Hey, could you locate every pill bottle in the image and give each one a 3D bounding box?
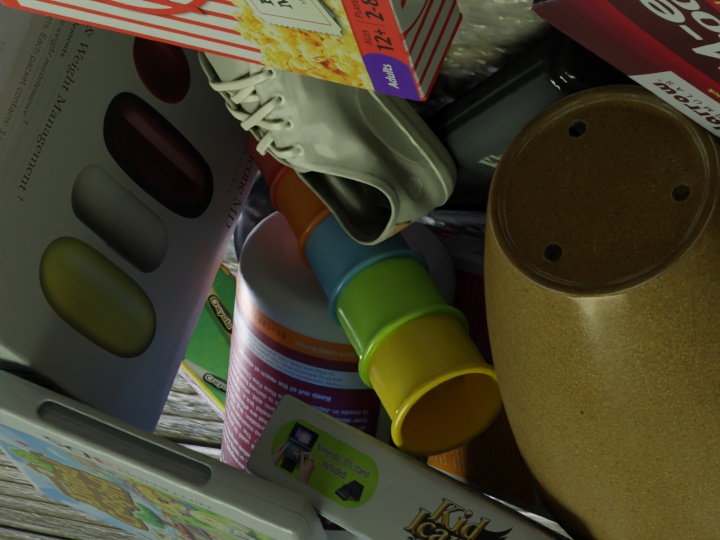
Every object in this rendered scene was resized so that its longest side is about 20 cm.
[{"bbox_3d":[-0.016,0.073,1.215,0.113,0.113,0.200,17,125,13],"label":"pill bottle"}]

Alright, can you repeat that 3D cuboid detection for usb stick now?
[{"bbox_3d":[0.071,-0.067,1.037,0.055,0.033,0.200,26,162,-13],"label":"usb stick"}]

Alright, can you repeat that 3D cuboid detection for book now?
[{"bbox_3d":[0.077,0.053,1.192,0.048,0.134,0.200,-18,-162,-24],"label":"book"}]

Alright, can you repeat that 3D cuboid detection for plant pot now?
[{"bbox_3d":[0.125,0.012,0.955,0.186,0.187,0.200,12,160,28],"label":"plant pot"}]

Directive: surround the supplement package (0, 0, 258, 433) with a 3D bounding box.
[{"bbox_3d":[-0.175,-0.045,1.126,0.147,0.192,0.200,10,161,32],"label":"supplement package"}]

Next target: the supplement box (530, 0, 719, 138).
[{"bbox_3d":[0.163,-0.100,0.770,0.109,0.061,0.200,30,162,-28],"label":"supplement box"}]

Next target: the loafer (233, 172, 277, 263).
[{"bbox_3d":[-0.014,0.011,1.285,0.070,0.068,0.201,33,163,34],"label":"loafer"}]

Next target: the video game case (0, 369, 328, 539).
[{"bbox_3d":[-0.099,0.111,1.130,0.182,0.022,0.200,22,164,12],"label":"video game case"}]

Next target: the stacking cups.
[{"bbox_3d":[0.000,0.000,1.107,0.061,0.060,0.200,42,-168,-51],"label":"stacking cups"}]

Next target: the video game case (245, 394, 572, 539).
[{"bbox_3d":[0.069,0.138,1.110,0.181,0.046,0.200,27,177,37],"label":"video game case"}]

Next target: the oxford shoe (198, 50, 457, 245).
[{"bbox_3d":[-0.034,-0.084,1.032,0.200,0.058,0.075,46,159,-26],"label":"oxford shoe"}]

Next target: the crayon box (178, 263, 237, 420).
[{"bbox_3d":[-0.087,0.037,1.349,0.200,0.058,0.119,48,173,-10],"label":"crayon box"}]

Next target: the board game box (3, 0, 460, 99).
[{"bbox_3d":[-0.071,-0.145,0.895,0.200,0.046,0.152,15,156,21],"label":"board game box"}]
